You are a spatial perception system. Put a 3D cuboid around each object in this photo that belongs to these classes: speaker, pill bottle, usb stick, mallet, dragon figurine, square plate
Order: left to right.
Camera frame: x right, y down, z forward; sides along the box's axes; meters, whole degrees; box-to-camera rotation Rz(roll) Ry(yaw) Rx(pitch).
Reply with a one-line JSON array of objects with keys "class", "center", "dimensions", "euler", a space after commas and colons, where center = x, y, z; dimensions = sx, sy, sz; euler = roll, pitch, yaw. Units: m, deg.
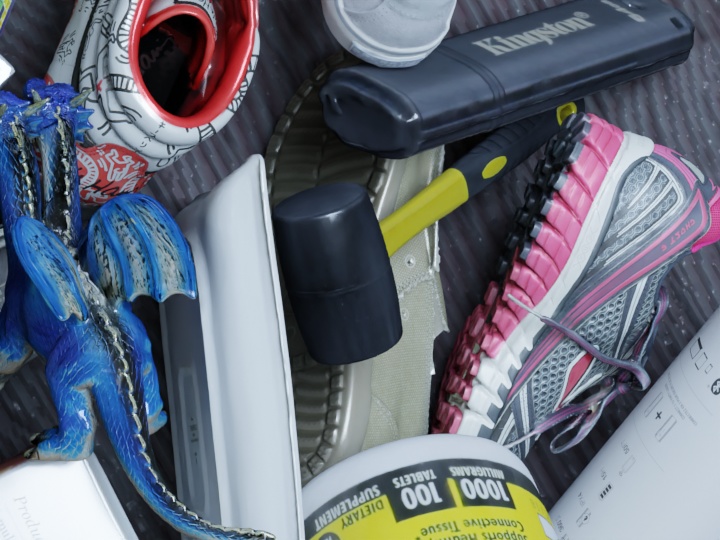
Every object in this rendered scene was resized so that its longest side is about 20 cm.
[{"class": "dragon figurine", "center": [-0.095, 0.011, 0.889], "dimensions": [0.059, 0.200, 0.100], "euler": [-11, 133, -28]}, {"class": "square plate", "center": [-0.052, 0.063, 0.969], "dimensions": [0.028, 0.200, 0.199], "euler": [-5, 88, -10]}, {"class": "mallet", "center": [0.032, -0.040, 1.012], "dimensions": [0.200, 0.041, 0.066], "euler": [-45, 125, -42]}, {"class": "pill bottle", "center": [0.042, 0.170, 0.945], "dimensions": [0.112, 0.113, 0.200], "euler": [-10, 52, -14]}, {"class": "usb stick", "center": [0.064, -0.083, 1.039], "dimensions": [0.200, 0.055, 0.033], "euler": [-20, 122, -44]}, {"class": "speaker", "center": [0.126, 0.098, 1.023], "dimensions": [0.081, 0.081, 0.200], "euler": [33, 113, -9]}]

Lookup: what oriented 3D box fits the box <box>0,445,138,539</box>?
[{"class": "box", "center": [-0.177, 0.154, 0.957], "dimensions": [0.200, 0.152, 0.107], "euler": [-28, 91, -14]}]

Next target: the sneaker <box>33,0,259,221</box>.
[{"class": "sneaker", "center": [-0.072, -0.120, 0.998], "dimensions": [0.067, 0.108, 0.202], "euler": [29, 59, -24]}]

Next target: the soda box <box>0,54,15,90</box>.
[{"class": "soda box", "center": [-0.231, -0.030, 1.002], "dimensions": [0.068, 0.064, 0.200], "euler": [45, 79, -7]}]

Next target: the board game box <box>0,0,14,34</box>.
[{"class": "board game box", "center": [-0.236, -0.110, 0.960], "dimensions": [0.200, 0.057, 0.166], "euler": [15, 73, 12]}]

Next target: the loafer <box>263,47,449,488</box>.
[{"class": "loafer", "center": [0.000, 0.000, 1.054], "dimensions": [0.068, 0.076, 0.201], "euler": [27, 67, -48]}]

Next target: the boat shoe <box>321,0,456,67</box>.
[{"class": "boat shoe", "center": [0.016, -0.181, 0.985], "dimensions": [0.072, 0.069, 0.200], "euler": [13, 66, -16]}]

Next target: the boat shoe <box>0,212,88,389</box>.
[{"class": "boat shoe", "center": [-0.180, 0.030, 1.010], "dimensions": [0.200, 0.064, 0.071], "euler": [-35, 95, -13]}]

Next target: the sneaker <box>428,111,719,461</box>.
[{"class": "sneaker", "center": [0.079, 0.038, 1.028], "dimensions": [0.075, 0.081, 0.200], "euler": [22, 115, -6]}]
